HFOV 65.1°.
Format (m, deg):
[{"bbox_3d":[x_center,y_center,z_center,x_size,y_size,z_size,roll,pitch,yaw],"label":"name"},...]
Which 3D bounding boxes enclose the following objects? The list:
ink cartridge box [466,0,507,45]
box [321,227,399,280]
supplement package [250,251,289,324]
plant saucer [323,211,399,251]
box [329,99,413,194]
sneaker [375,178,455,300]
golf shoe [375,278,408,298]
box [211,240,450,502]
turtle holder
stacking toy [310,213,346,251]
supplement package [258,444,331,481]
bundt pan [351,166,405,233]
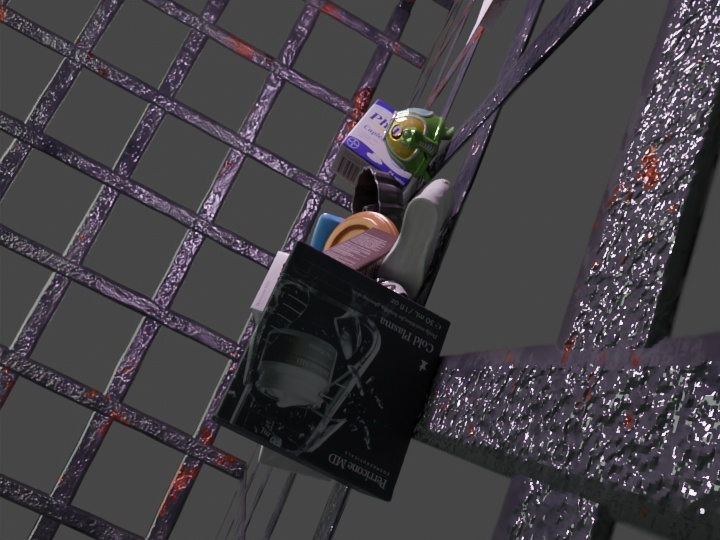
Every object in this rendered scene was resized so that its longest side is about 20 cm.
[{"bbox_3d":[0.312,-0.607,1.226,0.201,0.044,0.180,125,169,-62],"label":"ink cartridge box"},{"bbox_3d":[-0.005,0.008,0.883,0.199,0.073,0.103,-27,-45,-57],"label":"box"},{"bbox_3d":[-0.111,0.086,1.228,0.152,0.194,0.155,90,-161,-56],"label":"supplement package"},{"bbox_3d":[-0.008,-0.023,1.120,0.196,0.037,0.207,-14,66,34],"label":"plant saucer"},{"bbox_3d":[0.056,-0.282,1.371,0.202,0.182,0.105,-56,1,-36],"label":"box"},{"bbox_3d":[0.089,-0.039,0.853,0.116,0.073,0.203,-46,-17,-52],"label":"sneaker"},{"bbox_3d":[0.015,0.112,0.788,0.094,0.076,0.206,-173,99,-70],"label":"golf shoe"},{"bbox_3d":[-0.033,0.112,0.624,0.201,0.196,0.124,-66,8,-20],"label":"box"},{"bbox_3d":[0.113,-0.272,1.209,0.142,0.129,0.188,-57,9,42],"label":"turtle holder"},{"bbox_3d":[-0.056,-0.078,1.297,0.200,0.113,0.113,-106,34,-74],"label":"stacking toy"},{"bbox_3d":[-0.086,0.218,0.917,0.200,0.116,0.125,-102,29,-74],"label":"supplement package"},{"bbox_3d":[0.042,-0.125,1.248,0.201,0.073,0.209,179,90,-72],"label":"bundt pan"}]
